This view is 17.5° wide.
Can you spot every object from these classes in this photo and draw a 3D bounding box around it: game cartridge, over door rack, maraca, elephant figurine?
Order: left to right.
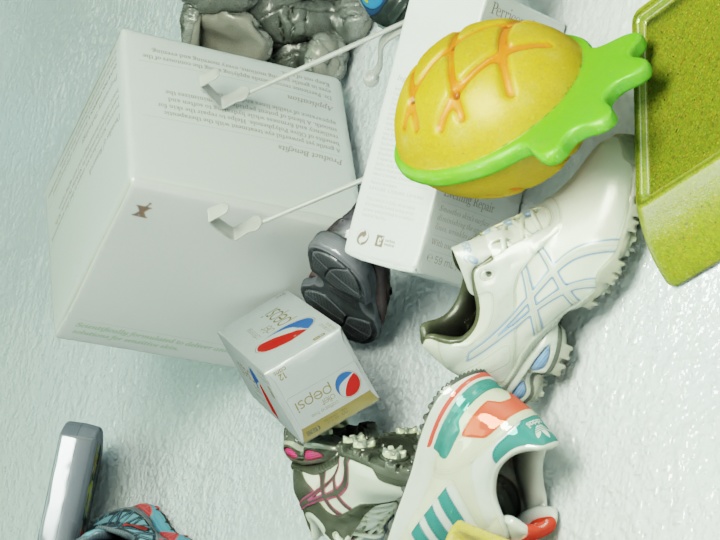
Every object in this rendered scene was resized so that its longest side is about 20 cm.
[{"bbox_3d":[-0.263,0.206,2.123,0.200,0.041,0.134,118,159,-80],"label":"game cartridge"},{"bbox_3d":[-0.100,-0.234,1.928,0.156,0.199,0.142,-65,28,19],"label":"elephant figurine"},{"bbox_3d":[-0.018,-0.104,1.760,0.199,0.067,0.148,-15,52,9],"label":"over door rack"},{"bbox_3d":[0.099,-0.104,1.478,0.199,0.107,0.137,-1,47,51],"label":"maraca"}]

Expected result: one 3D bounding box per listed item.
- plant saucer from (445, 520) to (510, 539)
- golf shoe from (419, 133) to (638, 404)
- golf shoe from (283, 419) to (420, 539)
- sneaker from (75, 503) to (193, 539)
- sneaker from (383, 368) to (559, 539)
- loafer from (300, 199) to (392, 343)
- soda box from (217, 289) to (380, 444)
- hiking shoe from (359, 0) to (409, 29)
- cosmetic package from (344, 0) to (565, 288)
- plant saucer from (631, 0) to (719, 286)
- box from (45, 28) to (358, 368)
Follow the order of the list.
[{"bbox_3d":[0.102,0.272,1.415,0.200,0.048,0.201,14,89,58],"label":"plant saucer"},{"bbox_3d":[0.111,-0.007,1.505,0.201,0.097,0.078,-62,18,20],"label":"golf shoe"},{"bbox_3d":[0.010,0.155,1.670,0.200,0.077,0.089,178,87,-67],"label":"golf shoe"},{"bbox_3d":[-0.209,0.238,2.006,0.200,0.095,0.080,7,82,63],"label":"sneaker"},{"bbox_3d":[0.075,0.169,1.515,0.093,0.070,0.201,32,121,35],"label":"sneaker"},{"bbox_3d":[0.000,0.000,1.722,0.063,0.072,0.200,-53,-9,-14],"label":"loafer"},{"bbox_3d":[-0.049,0.070,1.750,0.068,0.064,0.200,-30,12,-8],"label":"soda box"},{"bbox_3d":[-0.002,-0.264,1.874,0.074,0.086,0.200,-51,35,25],"label":"hiking shoe"},{"bbox_3d":[0.067,-0.093,1.622,0.074,0.101,0.201,15,90,40],"label":"cosmetic package"},{"bbox_3d":[0.224,-0.118,1.404,0.200,0.048,0.201,-36,46,52],"label":"plant saucer"},{"bbox_3d":[-0.130,-0.052,1.882,0.200,0.198,0.172,122,150,-41],"label":"box"}]
